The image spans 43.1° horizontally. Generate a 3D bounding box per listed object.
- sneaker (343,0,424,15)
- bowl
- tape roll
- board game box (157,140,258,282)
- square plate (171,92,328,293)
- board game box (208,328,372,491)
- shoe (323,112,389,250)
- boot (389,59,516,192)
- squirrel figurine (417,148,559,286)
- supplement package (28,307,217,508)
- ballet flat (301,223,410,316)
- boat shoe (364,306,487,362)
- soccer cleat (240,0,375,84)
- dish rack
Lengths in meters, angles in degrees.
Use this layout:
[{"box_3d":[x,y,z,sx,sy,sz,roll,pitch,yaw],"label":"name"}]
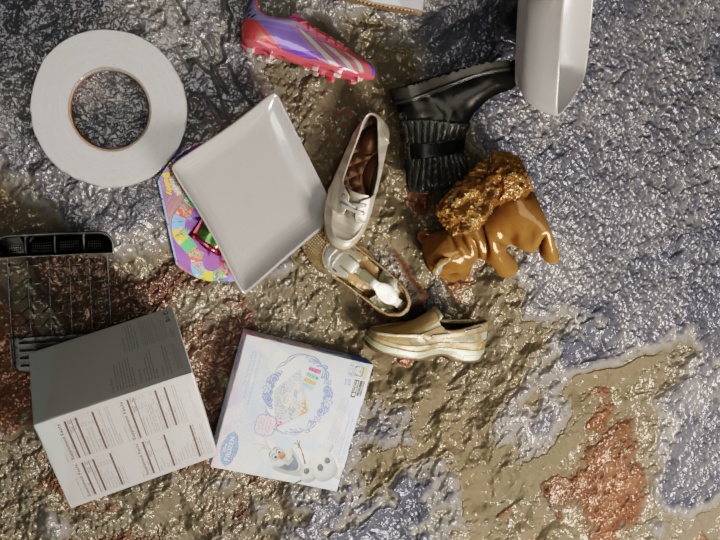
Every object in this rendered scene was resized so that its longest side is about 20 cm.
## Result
[{"box_3d":[0.003,-0.424,1.251,0.197,0.070,0.110,6,102,-23],"label":"sneaker"},{"box_3d":[0.272,-0.336,1.286,0.074,0.200,0.202,10,123,23],"label":"bowl"},{"box_3d":[-0.329,-0.212,1.197,0.197,0.066,0.203,-2,99,-16],"label":"tape roll"},{"box_3d":[-0.192,-0.080,1.269,0.156,0.039,0.203,-13,102,-13],"label":"board game box"},{"box_3d":[-0.142,-0.106,1.243,0.198,0.028,0.202,-42,117,-31],"label":"square plate"},{"box_3d":[-0.103,0.207,1.340,0.197,0.043,0.203,15,95,-18],"label":"board game box"},{"box_3d":[-0.007,-0.128,1.286,0.069,0.053,0.203,15,83,1],"label":"shoe"},{"box_3d":[0.149,-0.210,1.324,0.208,0.079,0.160,-17,101,-7],"label":"boot"},{"box_3d":[0.166,-0.071,1.316,0.185,0.143,0.201,-23,136,8],"label":"squirrel figurine"},{"box_3d":[-0.312,0.177,1.200,0.197,0.152,0.152,-18,125,-12],"label":"supplement package"},{"box_3d":[0.000,0.000,1.323,0.199,0.065,0.071,34,89,-18],"label":"ballet flat"},{"box_3d":[0.101,0.088,1.362,0.197,0.072,0.077,4,111,-27],"label":"boat shoe"},{"box_3d":[-0.068,-0.312,1.256,0.197,0.067,0.078,12,91,-14],"label":"soccer cleat"},{"box_3d":[-0.405,0.046,1.224,0.151,0.055,0.203,-3,100,-14],"label":"dish rack"}]
